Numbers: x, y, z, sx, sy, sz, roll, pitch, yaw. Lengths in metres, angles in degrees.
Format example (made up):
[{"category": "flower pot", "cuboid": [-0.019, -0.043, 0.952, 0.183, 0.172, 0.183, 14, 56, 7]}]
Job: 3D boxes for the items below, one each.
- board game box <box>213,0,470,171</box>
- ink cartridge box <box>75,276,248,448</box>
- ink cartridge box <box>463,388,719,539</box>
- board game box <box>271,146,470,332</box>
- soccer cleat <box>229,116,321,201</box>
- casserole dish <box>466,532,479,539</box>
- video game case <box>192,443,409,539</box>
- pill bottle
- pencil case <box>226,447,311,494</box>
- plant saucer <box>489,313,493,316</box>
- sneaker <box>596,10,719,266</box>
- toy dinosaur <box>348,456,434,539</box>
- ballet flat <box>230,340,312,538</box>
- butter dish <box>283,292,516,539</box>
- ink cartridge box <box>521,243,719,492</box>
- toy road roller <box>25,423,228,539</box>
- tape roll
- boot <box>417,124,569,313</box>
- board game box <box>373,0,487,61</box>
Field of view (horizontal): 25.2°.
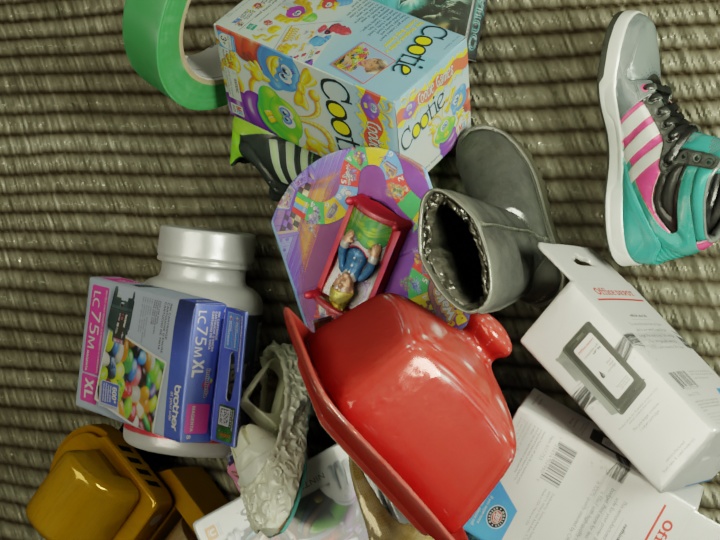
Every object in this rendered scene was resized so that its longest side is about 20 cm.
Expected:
[{"category": "board game box", "cuboid": [-0.014, -0.166, 1.391, 0.199, 0.105, 0.104, 27, 143, 30]}, {"category": "ink cartridge box", "cuboid": [-0.174, 0.077, 1.394, 0.199, 0.042, 0.121, 11, 95, 45]}, {"category": "ink cartridge box", "cuboid": [0.192, 0.198, 1.280, 0.199, 0.068, 0.117, 30, 106, 11]}, {"category": "board game box", "cuboid": [0.000, 0.000, 1.325, 0.157, 0.039, 0.202, -20, 88, 29]}, {"category": "soccer cleat", "cuboid": [-0.040, -0.090, 1.457, 0.199, 0.067, 0.082, 32, 119, 32]}, {"category": "casserole dish", "cuboid": [0.055, 0.143, 1.376, 0.200, 0.039, 0.121, 48, 117, 4]}, {"category": "video game case", "cuboid": [-0.030, 0.266, 1.366, 0.181, 0.023, 0.202, -29, 76, 16]}, {"category": "pill bottle", "cuboid": [-0.151, 0.063, 1.484, 0.118, 0.119, 0.203, 7, 93, 32]}, {"category": "pencil case", "cuboid": [-0.040, 0.233, 1.432, 0.083, 0.086, 0.201, -38, 73, 18]}, {"category": "plant saucer", "cuboid": [0.023, 0.043, 1.426, 0.198, 0.036, 0.204, -1, 88, 33]}, {"category": "sneaker", "cuboid": [0.251, -0.104, 1.254, 0.120, 0.083, 0.203, 1, 97, 37]}, {"category": "toy dinosaur", "cuboid": [0.025, 0.240, 1.317, 0.101, 0.058, 0.201, -37, 80, -2]}, {"category": "ballet flat", "cuboid": [-0.079, 0.138, 1.372, 0.071, 0.201, 0.072, 5, 131, 6]}, {"category": "butter dish", "cuboid": [0.052, 0.090, 1.240, 0.147, 0.200, 0.200, -40, 110, 3]}, {"category": "ink cartridge box", "cuboid": [0.205, 0.072, 1.254, 0.068, 0.116, 0.200, -50, 65, 20]}, {"category": "toy road roller", "cuboid": [-0.220, 0.234, 1.509, 0.200, 0.145, 0.123, 47, 112, 24]}, {"category": "tape roll", "cuboid": [-0.121, -0.242, 1.424, 0.048, 0.200, 0.202, 33, 106, 27]}, {"category": "boot", "cuboid": [0.092, -0.045, 1.286, 0.072, 0.199, 0.183, -36, 71, 26]}, {"category": "board game box", "cuboid": [0.060, -0.294, 1.412, 0.134, 0.028, 0.203, 15, 97, 32]}]
